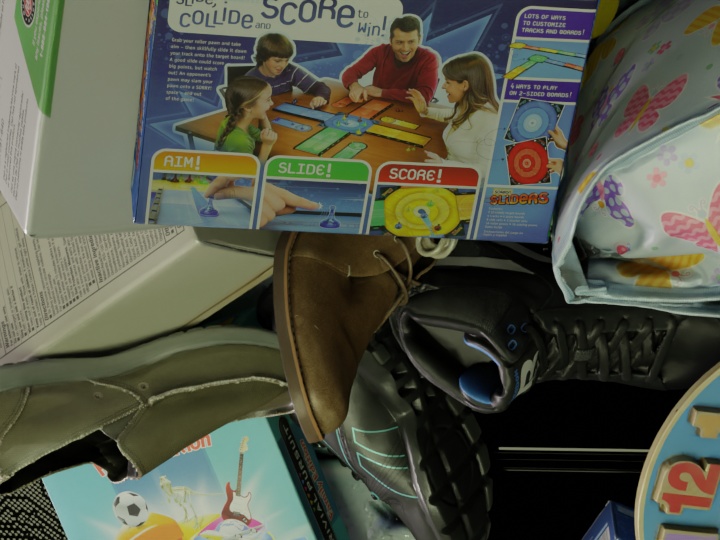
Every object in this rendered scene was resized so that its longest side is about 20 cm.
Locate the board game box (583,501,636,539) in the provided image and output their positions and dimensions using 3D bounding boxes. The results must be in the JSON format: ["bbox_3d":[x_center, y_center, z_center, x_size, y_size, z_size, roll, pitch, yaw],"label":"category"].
[{"bbox_3d":[0.154,0.234,1.412,0.135,0.035,0.200,23,121,-15],"label":"board game box"}]

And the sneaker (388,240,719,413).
[{"bbox_3d":[0.109,0.044,1.294,0.199,0.112,0.073,15,123,5],"label":"sneaker"}]

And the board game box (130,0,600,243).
[{"bbox_3d":[0.000,-0.081,1.121,0.199,0.035,0.136,3,125,-11],"label":"board game box"}]

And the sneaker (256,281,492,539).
[{"bbox_3d":[0.010,0.080,1.373,0.079,0.075,0.201,-15,107,33],"label":"sneaker"}]

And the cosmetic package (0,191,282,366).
[{"bbox_3d":[-0.138,-0.008,1.308,0.200,0.104,0.073,-32,152,35],"label":"cosmetic package"}]

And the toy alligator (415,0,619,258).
[{"bbox_3d":[0.084,-0.096,1.233,0.059,0.054,0.201,29,101,28],"label":"toy alligator"}]

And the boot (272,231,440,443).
[{"bbox_3d":[0.000,0.000,1.246,0.075,0.201,0.074,-3,137,12],"label":"boot"}]

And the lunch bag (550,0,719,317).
[{"bbox_3d":[0.186,-0.070,1.176,0.199,0.170,0.127,-25,114,22],"label":"lunch bag"}]

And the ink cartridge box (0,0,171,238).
[{"bbox_3d":[-0.150,-0.131,1.203,0.084,0.200,0.145,-5,126,-26],"label":"ink cartridge box"}]

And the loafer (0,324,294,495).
[{"bbox_3d":[-0.117,0.081,1.299,0.199,0.070,0.075,-10,155,-11],"label":"loafer"}]

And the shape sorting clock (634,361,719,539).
[{"bbox_3d":[0.243,0.122,1.310,0.199,0.039,0.201,-3,110,-8],"label":"shape sorting clock"}]

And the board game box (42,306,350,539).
[{"bbox_3d":[-0.095,0.139,1.415,0.150,0.047,0.201,-17,103,22],"label":"board game box"}]
